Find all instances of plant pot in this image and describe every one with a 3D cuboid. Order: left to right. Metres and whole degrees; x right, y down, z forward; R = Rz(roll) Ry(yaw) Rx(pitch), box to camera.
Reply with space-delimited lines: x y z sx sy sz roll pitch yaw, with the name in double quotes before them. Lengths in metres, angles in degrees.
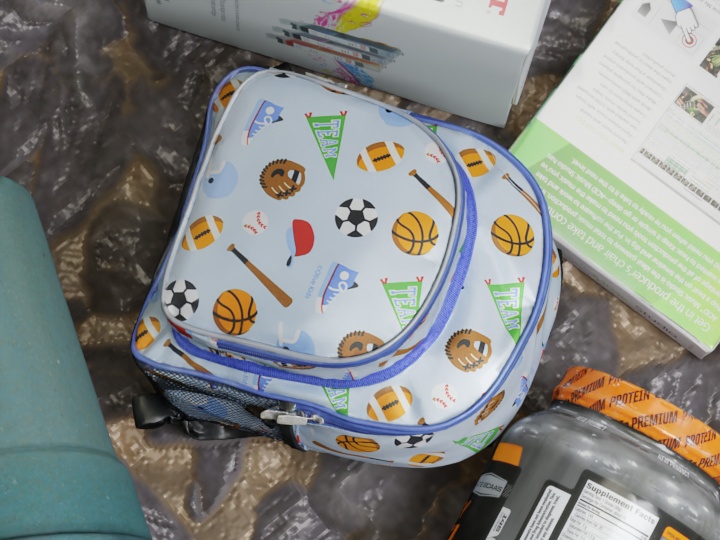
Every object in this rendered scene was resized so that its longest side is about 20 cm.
"plant pot" -0.206 0.069 1.361 0.199 0.200 0.197 -13 73 -4

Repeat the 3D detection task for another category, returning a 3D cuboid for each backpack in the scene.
"backpack" 0.000 0.000 1.385 0.190 0.154 0.201 17 80 6

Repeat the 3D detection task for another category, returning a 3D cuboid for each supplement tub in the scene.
"supplement tub" 0.095 0.155 1.381 0.122 0.123 0.200 28 80 3

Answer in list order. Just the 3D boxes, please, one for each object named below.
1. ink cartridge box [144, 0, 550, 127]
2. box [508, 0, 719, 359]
"ink cartridge box" 0.005 -0.179 1.425 0.199 0.145 0.146 16 79 1
"box" 0.175 -0.076 1.468 0.144 0.036 0.200 37 80 5
